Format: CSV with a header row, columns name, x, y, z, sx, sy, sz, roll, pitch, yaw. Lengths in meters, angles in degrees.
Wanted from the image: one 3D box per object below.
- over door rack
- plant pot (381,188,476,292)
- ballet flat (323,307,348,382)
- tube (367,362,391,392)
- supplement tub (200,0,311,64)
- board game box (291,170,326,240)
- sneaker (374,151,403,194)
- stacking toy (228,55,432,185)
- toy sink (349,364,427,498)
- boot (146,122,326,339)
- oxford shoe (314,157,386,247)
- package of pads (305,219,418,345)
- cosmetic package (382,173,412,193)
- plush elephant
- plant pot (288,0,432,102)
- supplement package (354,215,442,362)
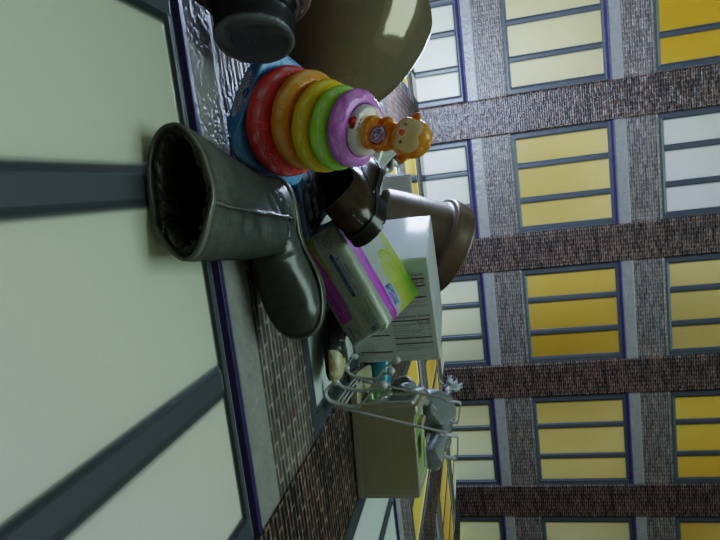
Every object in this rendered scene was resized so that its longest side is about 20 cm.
name,x,y,z,sx,sy,sz,roll,pitch,yaw
over door rack,0.060,0.182,0.819,0.148,0.199,0.067,-27,138,-76
plant pot,0.101,-0.073,1.098,0.201,0.174,0.201,-53,-160,30
ballet flat,-0.020,0.074,0.800,0.201,0.056,0.067,-80,178,-49
tube,0.038,0.230,1.058,0.077,0.050,0.202,-17,106,-82
supplement tub,-0.096,-0.295,0.504,0.107,0.106,0.202,43,44,-72
board game box,-0.070,-0.135,0.722,0.200,0.034,0.137,-69,152,-64
sneaker,0.010,-0.170,0.923,0.201,0.075,0.081,-57,141,-27
stacking toy,-0.019,-0.131,0.520,0.109,0.199,0.117,23,88,-53
toy sink,0.055,0.265,0.955,0.130,0.111,0.202,10,75,-78
boot,-0.094,-0.018,0.477,0.200,0.072,0.183,-5,76,-85
oxford shoe,-0.018,-0.120,0.710,0.084,0.073,0.201,41,20,-29
package of pads,0.000,0.000,0.772,0.155,0.068,0.200,59,19,1
cosmetic package,0.082,-0.113,1.283,0.108,0.084,0.202,-93,176,-84
plush elephant,0.116,0.308,1.175,0.165,0.155,0.200,51,45,3
plant pot,-0.031,-0.257,0.648,0.200,0.199,0.135,58,50,-65
supplement package,0.058,0.033,0.977,0.152,0.149,0.201,-74,156,-58
